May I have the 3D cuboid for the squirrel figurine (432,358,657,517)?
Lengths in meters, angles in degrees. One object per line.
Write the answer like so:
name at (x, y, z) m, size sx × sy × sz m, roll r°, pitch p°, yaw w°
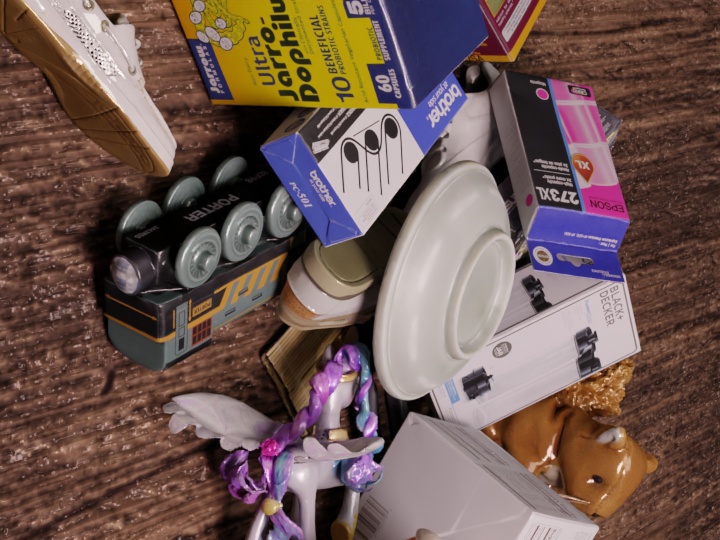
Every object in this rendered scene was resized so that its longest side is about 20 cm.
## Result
squirrel figurine at (0.186, 0.140, 1.491) m, size 0.141 × 0.186 × 0.201 m, roll 43°, pitch 62°, yaw -45°

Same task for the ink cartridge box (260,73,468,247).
ink cartridge box at (0.007, -0.116, 1.236) m, size 0.094 × 0.044 × 0.200 m, roll 56°, pitch 43°, yaw -20°

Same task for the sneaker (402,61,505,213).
sneaker at (0.083, -0.107, 1.437) m, size 0.087 × 0.074 × 0.200 m, roll 53°, pitch 49°, yaw -23°

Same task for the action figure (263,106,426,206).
action figure at (-0.003, -0.105, 1.320) m, size 0.199 × 0.069 × 0.131 m, roll 7°, pitch 85°, yaw -54°

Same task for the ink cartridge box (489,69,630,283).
ink cartridge box at (0.176, -0.084, 1.392) m, size 0.094 × 0.037 × 0.201 m, roll 8°, pitch 55°, yaw -24°

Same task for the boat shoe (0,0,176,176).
boat shoe at (-0.179, -0.148, 1.091) m, size 0.070 × 0.070 × 0.200 m, roll -58°, pitch 133°, yaw -26°

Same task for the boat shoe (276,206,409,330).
boat shoe at (0.000, 0.000, 1.281) m, size 0.075 × 0.068 × 0.199 m, roll 54°, pitch 29°, yaw 16°

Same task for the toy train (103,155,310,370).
toy train at (-0.112, -0.008, 1.189) m, size 0.200 × 0.085 × 0.115 m, roll -32°, pitch 136°, yaw -48°

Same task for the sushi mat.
sushi mat at (-0.010, 0.044, 1.373) m, size 0.200 × 0.012 × 0.096 m, roll -48°, pitch 130°, yaw -36°

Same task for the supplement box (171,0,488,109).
supplement box at (-0.026, -0.193, 1.172) m, size 0.110 × 0.199 × 0.109 m, roll -46°, pitch 128°, yaw -38°

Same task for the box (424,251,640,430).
box at (0.144, 0.061, 1.427) m, size 0.199 × 0.060 × 0.117 m, roll -25°, pitch 137°, yaw -4°

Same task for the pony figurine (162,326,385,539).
pony figurine at (-0.050, 0.152, 1.250) m, size 0.193 × 0.165 × 0.202 m, roll -16°, pitch 118°, yaw -65°

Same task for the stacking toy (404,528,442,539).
stacking toy at (-0.023, 0.280, 1.199) m, size 0.146 × 0.198 × 0.148 m, roll -10°, pitch 90°, yaw -86°

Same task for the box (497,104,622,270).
box at (0.161, -0.044, 1.490) m, size 0.200 × 0.049 × 0.162 m, roll -45°, pitch 160°, yaw -37°

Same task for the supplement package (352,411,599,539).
supplement package at (0.071, 0.249, 1.341) m, size 0.111 × 0.156 × 0.201 m, roll 20°, pitch 103°, yaw -50°

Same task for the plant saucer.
plant saucer at (0.080, 0.014, 1.281) m, size 0.200 × 0.050 × 0.201 m, roll -43°, pitch 143°, yaw -44°

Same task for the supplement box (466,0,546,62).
supplement box at (0.082, -0.288, 1.383) m, size 0.200 × 0.085 × 0.111 m, roll 53°, pitch 56°, yaw -41°

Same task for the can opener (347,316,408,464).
can opener at (0.017, 0.110, 1.368) m, size 0.079 × 0.063 × 0.201 m, roll -73°, pitch 164°, yaw -57°
